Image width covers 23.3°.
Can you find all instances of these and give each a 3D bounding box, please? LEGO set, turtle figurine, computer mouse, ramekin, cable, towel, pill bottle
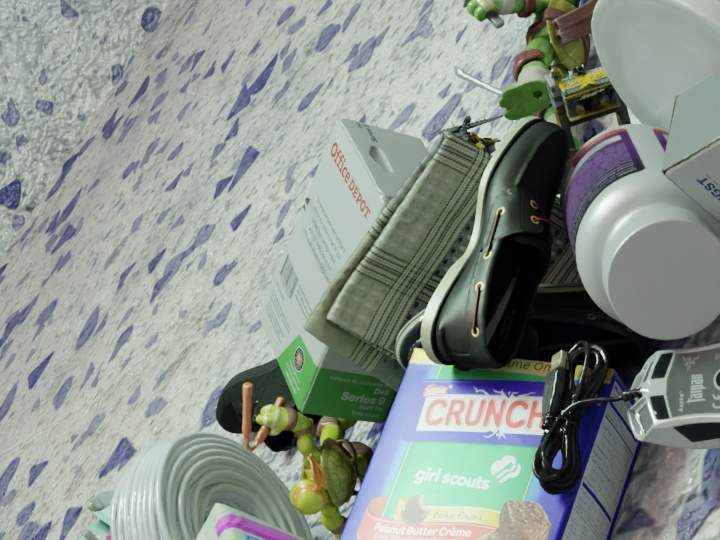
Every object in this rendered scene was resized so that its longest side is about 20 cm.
[{"bbox_3d":[0.154,-0.099,1.401,0.198,0.117,0.154,-14,24,11],"label":"LEGO set"},{"bbox_3d":[0.139,-0.187,1.626,0.195,0.198,0.145,-86,4,-47],"label":"turtle figurine"},{"bbox_3d":[0.212,0.088,1.132,0.198,0.044,0.110,-8,47,26],"label":"computer mouse"},{"bbox_3d":[0.269,-0.151,1.238,0.094,0.203,0.202,-45,19,-15],"label":"ramekin"},{"bbox_3d":[-0.120,0.230,1.464,0.069,0.201,0.200,-32,7,32],"label":"cable"},{"bbox_3d":[0.084,0.019,1.340,0.201,0.192,0.035,-54,22,15],"label":"towel"},{"bbox_3d":[0.200,-0.025,1.209,0.112,0.111,0.200,-48,11,15],"label":"pill bottle"},{"bbox_3d":[-0.031,0.157,1.461,0.064,0.201,0.161,-20,14,20],"label":"turtle figurine"}]

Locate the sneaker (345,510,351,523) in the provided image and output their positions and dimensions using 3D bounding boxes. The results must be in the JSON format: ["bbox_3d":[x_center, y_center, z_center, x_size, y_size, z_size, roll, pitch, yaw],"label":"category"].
[{"bbox_3d":[0.062,0.156,1.369,0.199,0.066,0.091,-28,37,51],"label":"sneaker"}]

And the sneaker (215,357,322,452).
[{"bbox_3d":[-0.086,0.137,1.713,0.199,0.060,0.105,-33,25,36],"label":"sneaker"}]

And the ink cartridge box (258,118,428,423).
[{"bbox_3d":[0.000,0.000,1.428,0.201,0.083,0.146,-67,27,25],"label":"ink cartridge box"}]

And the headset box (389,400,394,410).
[{"bbox_3d":[0.070,0.049,1.499,0.150,0.075,0.200,-60,22,-14],"label":"headset box"}]

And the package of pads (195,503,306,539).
[{"bbox_3d":[-0.044,0.267,1.308,0.069,0.154,0.200,-59,19,10],"label":"package of pads"}]

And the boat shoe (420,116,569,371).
[{"bbox_3d":[0.111,-0.019,1.251,0.063,0.074,0.203,6,63,41],"label":"boat shoe"}]

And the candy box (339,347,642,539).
[{"bbox_3d":[0.088,0.161,1.215,0.168,0.077,0.201,3,55,34],"label":"candy box"}]

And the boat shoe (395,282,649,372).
[{"bbox_3d":[0.122,0.053,1.296,0.198,0.075,0.063,-7,40,11],"label":"boat shoe"}]

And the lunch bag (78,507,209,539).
[{"bbox_3d":[-0.213,0.289,1.674,0.200,0.122,0.170,-51,18,-14],"label":"lunch bag"}]

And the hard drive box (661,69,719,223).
[{"bbox_3d":[0.314,-0.083,1.083,0.199,0.155,0.077,-31,30,43],"label":"hard drive box"}]
